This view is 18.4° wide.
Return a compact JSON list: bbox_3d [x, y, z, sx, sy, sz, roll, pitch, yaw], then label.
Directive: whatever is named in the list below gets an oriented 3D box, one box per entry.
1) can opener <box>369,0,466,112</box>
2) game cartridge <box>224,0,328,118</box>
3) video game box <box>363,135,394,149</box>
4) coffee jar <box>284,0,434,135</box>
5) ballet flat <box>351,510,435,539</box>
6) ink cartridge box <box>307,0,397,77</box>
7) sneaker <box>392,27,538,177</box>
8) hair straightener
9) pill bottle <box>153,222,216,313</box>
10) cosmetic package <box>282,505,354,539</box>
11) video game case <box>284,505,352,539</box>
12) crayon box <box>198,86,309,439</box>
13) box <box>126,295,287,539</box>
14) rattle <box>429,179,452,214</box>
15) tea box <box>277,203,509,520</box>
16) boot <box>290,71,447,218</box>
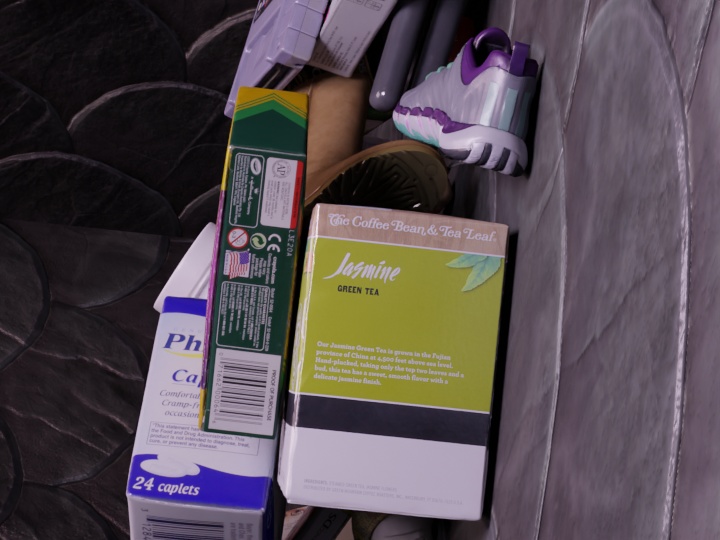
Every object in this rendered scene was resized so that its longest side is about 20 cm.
[{"bbox_3d":[0.060,-0.211,1.657,0.067,0.053,0.201,155,133,-71],"label":"can opener"},{"bbox_3d":[-0.062,-0.206,1.808,0.200,0.038,0.130,146,138,-70],"label":"game cartridge"},{"bbox_3d":[-0.033,-0.037,2.015,0.047,0.199,0.183,6,88,43],"label":"video game box"},{"bbox_3d":[-0.003,-0.166,1.871,0.200,0.085,0.105,-26,68,47],"label":"coffee jar"},{"bbox_3d":[0.026,0.217,1.706,0.071,0.070,0.201,-89,7,-45],"label":"ballet flat"},{"bbox_3d":[0.019,-0.266,1.706,0.200,0.043,0.175,128,158,-66],"label":"ink cartridge box"},{"bbox_3d":[0.079,-0.119,1.484,0.200,0.074,0.088,-143,68,-72],"label":"sneaker"},{"bbox_3d":[0.074,-0.123,1.702,0.200,0.041,0.077,-100,16,-58],"label":"hair straightener"},{"bbox_3d":[-0.063,0.052,1.804,0.113,0.199,0.112,-55,1,1],"label":"pill bottle"},{"bbox_3d":[-0.029,0.289,1.927,0.200,0.087,0.104,-100,-3,-73],"label":"cosmetic package"},{"bbox_3d":[-0.006,0.167,1.802,0.181,0.025,0.200,-54,1,-9],"label":"video game case"},{"bbox_3d":[-0.071,-0.009,1.539,0.173,0.058,0.201,-88,5,-72],"label":"crayon box"},{"bbox_3d":[-0.109,0.155,1.682,0.185,0.104,0.201,93,-178,-46],"label":"box"},{"bbox_3d":[0.000,0.000,1.826,0.200,0.130,0.143,-28,88,46],"label":"rattle"},{"bbox_3d":[0.018,0.062,1.517,0.200,0.133,0.198,147,129,-85],"label":"tea box"},{"bbox_3d":[-0.009,-0.097,1.717,0.066,0.174,0.200,53,-156,-28],"label":"boot"}]
